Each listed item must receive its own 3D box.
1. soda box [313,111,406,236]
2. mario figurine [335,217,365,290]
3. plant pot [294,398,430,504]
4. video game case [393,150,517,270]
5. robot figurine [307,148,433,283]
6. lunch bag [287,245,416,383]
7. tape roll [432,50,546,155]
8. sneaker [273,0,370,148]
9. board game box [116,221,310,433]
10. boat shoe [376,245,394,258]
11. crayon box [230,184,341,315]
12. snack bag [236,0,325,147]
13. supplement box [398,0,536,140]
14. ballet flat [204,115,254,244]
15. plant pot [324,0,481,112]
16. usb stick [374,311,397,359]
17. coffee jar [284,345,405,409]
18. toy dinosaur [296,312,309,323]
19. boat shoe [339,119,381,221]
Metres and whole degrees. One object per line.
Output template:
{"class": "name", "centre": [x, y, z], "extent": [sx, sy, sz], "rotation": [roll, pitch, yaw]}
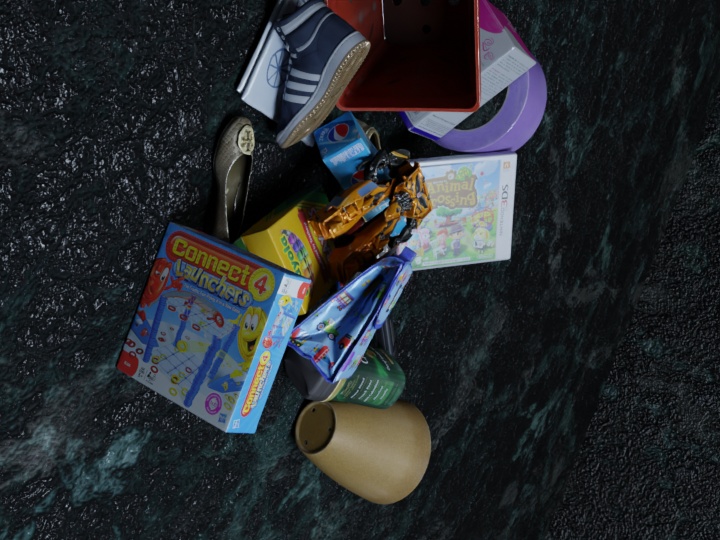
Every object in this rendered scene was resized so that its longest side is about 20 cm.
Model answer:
{"class": "soda box", "centre": [0.010, -0.133, 1.372], "extent": [0.064, 0.068, 0.200], "rotation": [-28, 136, 9]}
{"class": "mario figurine", "centre": [0.000, 0.000, 1.477], "extent": [0.106, 0.123, 0.201], "rotation": [-23, 136, -24]}
{"class": "plant pot", "centre": [-0.013, 0.288, 1.611], "extent": [0.200, 0.186, 0.187], "rotation": [27, 86, -44]}
{"class": "video game case", "centre": [0.150, -0.093, 1.506], "extent": [0.199, 0.022, 0.183], "rotation": [-6, 114, -14]}
{"class": "robot figurine", "centre": [0.025, -0.077, 1.298], "extent": [0.200, 0.058, 0.146], "rotation": [-38, 125, -27]}
{"class": "lunch bag", "centre": [0.003, 0.046, 1.284], "extent": [0.200, 0.094, 0.151], "rotation": [-50, 171, 3]}
{"class": "tape roll", "centre": [0.191, -0.283, 1.519], "extent": [0.085, 0.199, 0.201], "rotation": [8, 102, -60]}
{"class": "sneaker", "centre": [-0.076, -0.255, 1.207], "extent": [0.070, 0.109, 0.200], "rotation": [-36, 170, -49]}
{"class": "board game box", "centre": [-0.181, 0.066, 1.145], "extent": [0.056, 0.199, 0.197], "rotation": [16, 94, -58]}
{"class": "boat shoe", "centre": [0.081, -0.091, 1.564], "extent": [0.067, 0.057, 0.200], "rotation": [78, 30, -42]}
{"class": "crayon box", "centre": [-0.087, -0.020, 1.275], "extent": [0.200, 0.051, 0.127], "rotation": [-48, 120, -55]}
{"class": "snack bag", "centre": [-0.075, -0.282, 1.269], "extent": [0.200, 0.021, 0.189], "rotation": [25, 88, -63]}
{"class": "supplement box", "centre": [0.148, -0.302, 1.437], "extent": [0.200, 0.102, 0.103], "rotation": [-36, 160, 24]}
{"class": "ballet flat", "centre": [-0.163, -0.098, 1.220], "extent": [0.067, 0.046, 0.201], "rotation": [-8, 116, -57]}
{"class": "plant pot", "centre": [0.075, -0.344, 1.288], "extent": [0.176, 0.199, 0.201], "rotation": [-64, 154, -55]}
{"class": "usb stick", "centre": [0.040, 0.094, 1.619], "extent": [0.201, 0.032, 0.056], "rotation": [80, 14, -48]}
{"class": "coffee jar", "centre": [-0.025, 0.164, 1.521], "extent": [0.199, 0.104, 0.086], "rotation": [14, 116, -47]}
{"class": "toy dinosaur", "centre": [-0.103, 0.006, 1.349], "extent": [0.199, 0.102, 0.137], "rotation": [12, 82, -38]}
{"class": "boat shoe", "centre": [0.008, -0.145, 1.448], "extent": [0.073, 0.062, 0.200], "rotation": [-52, 146, -25]}
